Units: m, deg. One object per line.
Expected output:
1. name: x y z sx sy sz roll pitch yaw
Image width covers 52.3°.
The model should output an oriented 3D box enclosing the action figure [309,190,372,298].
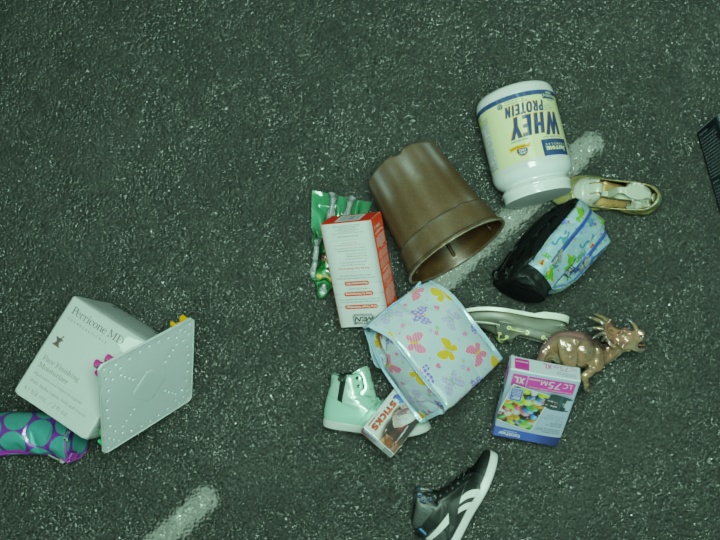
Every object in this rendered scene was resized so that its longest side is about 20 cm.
1. action figure: -0.054 -0.046 1.400 0.118 0.055 0.201 10 89 3

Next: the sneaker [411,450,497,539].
1. sneaker: 0.158 0.397 1.317 0.112 0.073 0.201 27 88 6

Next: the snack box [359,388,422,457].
1. snack box: 0.085 0.238 1.316 0.072 0.024 0.200 39 55 8

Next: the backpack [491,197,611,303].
1. backpack: 0.350 -0.036 1.320 0.153 0.163 0.201 29 80 -1

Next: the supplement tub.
1. supplement tub: 0.301 -0.227 1.341 0.144 0.145 0.201 -13 82 3

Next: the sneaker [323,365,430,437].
1. sneaker: 0.033 0.238 1.343 0.199 0.074 0.119 5 90 8

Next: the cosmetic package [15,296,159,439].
1. cosmetic package: -0.481 0.177 1.352 0.164 0.165 0.201 30 87 8

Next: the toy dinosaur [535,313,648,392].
1. toy dinosaur: 0.383 0.135 1.283 0.199 0.086 0.136 1 116 -6

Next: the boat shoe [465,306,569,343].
1. boat shoe: 0.280 0.103 1.342 0.201 0.072 0.061 5 79 2

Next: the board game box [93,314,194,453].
1. board game box: -0.379 0.197 1.295 0.026 0.200 0.201 29 127 26

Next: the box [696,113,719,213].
1. box: 0.721 -0.190 1.319 0.148 0.107 0.201 -13 83 4

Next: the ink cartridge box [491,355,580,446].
1. ink cartridge box: 0.301 0.241 1.279 0.119 0.201 0.042 10 40 6

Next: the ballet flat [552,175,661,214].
1. ballet flat: 0.456 -0.143 1.358 0.199 0.071 0.071 8 84 6

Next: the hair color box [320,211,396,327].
1. hair color box: 0.000 0.000 1.335 0.101 0.061 0.201 -3 108 21

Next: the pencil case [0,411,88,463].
1. pencil case: -0.626 0.316 1.389 0.199 0.085 0.093 1 57 6

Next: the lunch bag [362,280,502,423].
1. lunch bag: 0.120 0.136 1.301 0.169 0.127 0.200 -36 87 -33

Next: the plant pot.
1. plant pot: 0.124 -0.113 1.327 0.200 0.200 0.199 -31 75 1
